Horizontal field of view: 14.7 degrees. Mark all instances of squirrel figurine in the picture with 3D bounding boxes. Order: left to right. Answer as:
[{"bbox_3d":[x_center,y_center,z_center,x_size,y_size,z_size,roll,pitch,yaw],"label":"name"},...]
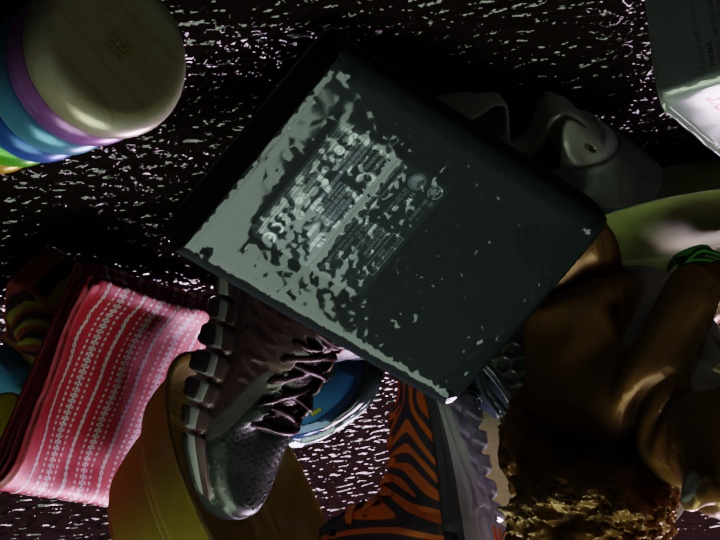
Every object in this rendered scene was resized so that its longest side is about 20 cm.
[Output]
[{"bbox_3d":[0.165,0.095,1.529,0.141,0.187,0.200,24,110,-42],"label":"squirrel figurine"}]

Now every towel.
[{"bbox_3d":[-0.144,0.075,1.685,0.022,0.145,0.200,25,-177,26],"label":"towel"}]

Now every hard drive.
[{"bbox_3d":[0.017,-0.023,1.474,0.200,0.033,0.140,31,107,-32],"label":"hard drive"}]

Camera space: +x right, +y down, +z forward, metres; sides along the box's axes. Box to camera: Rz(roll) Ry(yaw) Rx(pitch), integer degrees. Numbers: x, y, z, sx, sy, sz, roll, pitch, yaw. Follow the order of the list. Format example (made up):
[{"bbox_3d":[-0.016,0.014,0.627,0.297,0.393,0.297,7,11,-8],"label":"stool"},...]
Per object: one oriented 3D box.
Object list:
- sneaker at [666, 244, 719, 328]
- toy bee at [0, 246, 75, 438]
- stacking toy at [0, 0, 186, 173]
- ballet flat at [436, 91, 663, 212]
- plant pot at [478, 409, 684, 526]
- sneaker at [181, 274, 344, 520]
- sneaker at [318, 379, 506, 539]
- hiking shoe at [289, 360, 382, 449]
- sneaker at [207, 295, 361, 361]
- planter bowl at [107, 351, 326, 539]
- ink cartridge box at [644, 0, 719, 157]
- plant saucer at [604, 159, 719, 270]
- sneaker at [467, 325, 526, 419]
[{"bbox_3d":[0.280,0.025,1.732,0.200,0.085,0.078,12,144,-25],"label":"sneaker"},{"bbox_3d":[-0.179,0.065,1.723,0.131,0.109,0.200,-51,175,-11],"label":"toy bee"},{"bbox_3d":[-0.171,-0.079,1.371,0.085,0.085,0.200,6,161,-36],"label":"stacking toy"},{"bbox_3d":[0.086,-0.068,1.527,0.200,0.067,0.064,-2,130,-24],"label":"ballet flat"},{"bbox_3d":[0.115,0.091,1.830,0.200,0.200,0.134,-20,135,31],"label":"plant pot"},{"bbox_3d":[-0.030,0.049,1.565,0.115,0.200,0.076,10,-175,32],"label":"sneaker"},{"bbox_3d":[0.022,0.127,1.727,0.112,0.200,0.078,-19,155,15],"label":"sneaker"},{"bbox_3d":[-0.085,0.080,1.852,0.200,0.074,0.087,-9,162,3],"label":"hiking shoe"},{"bbox_3d":[0.000,0.000,1.673,0.108,0.070,0.200,-4,155,-39],"label":"sneaker"},{"bbox_3d":[-0.095,0.156,1.684,0.083,0.201,0.200,-27,156,16],"label":"planter bowl"},{"bbox_3d":[0.256,-0.128,1.384,0.200,0.083,0.146,-16,160,22],"label":"ink cartridge box"},{"bbox_3d":[0.199,-0.027,1.730,0.200,0.031,0.200,-8,161,-3],"label":"plant saucer"},{"bbox_3d":[0.082,0.019,1.677,0.077,0.202,0.146,-27,-162,-2],"label":"sneaker"}]
